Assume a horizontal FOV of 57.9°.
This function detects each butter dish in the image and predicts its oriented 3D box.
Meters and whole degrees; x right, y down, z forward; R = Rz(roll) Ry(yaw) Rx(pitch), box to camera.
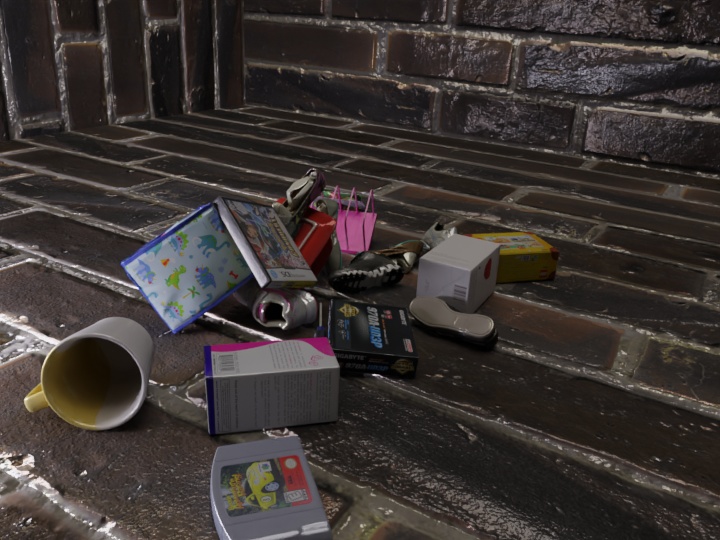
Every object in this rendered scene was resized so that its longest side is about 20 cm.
[{"bbox_3d":[-0.147,-0.037,1.489,0.199,0.148,0.200,24,73,35],"label":"butter dish"}]

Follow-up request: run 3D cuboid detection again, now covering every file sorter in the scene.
[{"bbox_3d":[-0.068,-0.143,1.696,0.198,0.126,0.140,7,53,9],"label":"file sorter"}]

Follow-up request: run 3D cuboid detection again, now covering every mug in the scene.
[{"bbox_3d":[-0.408,0.141,1.009,0.184,0.151,0.153,8,14,-7],"label":"mug"}]

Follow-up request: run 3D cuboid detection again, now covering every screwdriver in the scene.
[{"bbox_3d":[-0.079,0.103,1.282,0.028,0.029,0.201,2,27,-4],"label":"screwdriver"}]

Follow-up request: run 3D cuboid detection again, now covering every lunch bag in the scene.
[{"bbox_3d":[-0.330,-0.004,1.257,0.200,0.171,0.127,-41,15,-22],"label":"lunch bag"}]

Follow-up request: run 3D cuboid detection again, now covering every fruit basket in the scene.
[{"bbox_3d":[-0.068,-0.192,1.850,0.183,0.095,0.200,7,-10,10],"label":"fruit basket"}]

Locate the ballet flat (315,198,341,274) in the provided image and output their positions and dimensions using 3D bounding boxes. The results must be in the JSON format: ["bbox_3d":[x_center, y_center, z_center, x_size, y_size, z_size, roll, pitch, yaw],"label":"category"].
[{"bbox_3d":[-0.086,-0.081,1.561,0.063,0.202,0.067,12,-27,-33],"label":"ballet flat"}]

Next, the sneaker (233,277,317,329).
[{"bbox_3d":[-0.187,0.062,1.306,0.198,0.082,0.088,16,24,30],"label":"sneaker"}]

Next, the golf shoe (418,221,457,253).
[{"bbox_3d":[0.217,-0.062,1.623,0.078,0.098,0.200,24,10,-36],"label":"golf shoe"}]

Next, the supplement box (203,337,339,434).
[{"bbox_3d":[-0.138,0.175,1.010,0.198,0.105,0.101,-4,22,-13],"label":"supplement box"}]

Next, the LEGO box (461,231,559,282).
[{"bbox_3d":[0.367,-0.035,1.624,0.198,0.078,0.149,-3,23,-15],"label":"LEGO box"}]

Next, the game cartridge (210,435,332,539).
[{"bbox_3d":[-0.123,0.286,0.831,0.132,0.041,0.200,-8,24,-16],"label":"game cartridge"}]

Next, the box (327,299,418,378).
[{"bbox_3d":[0.018,0.123,1.215,0.157,0.046,0.200,7,22,-5],"label":"box"}]

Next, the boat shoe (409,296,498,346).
[{"bbox_3d":[0.184,0.107,1.301,0.199,0.057,0.067,17,62,39],"label":"boat shoe"}]

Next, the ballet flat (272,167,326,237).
[{"bbox_3d":[-0.149,-0.143,1.417,0.069,0.071,0.201,27,75,33],"label":"ballet flat"}]

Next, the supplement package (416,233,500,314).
[{"bbox_3d":[0.218,0.011,1.435,0.119,0.123,0.200,14,25,26],"label":"supplement package"}]

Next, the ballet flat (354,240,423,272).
[{"bbox_3d":[0.081,-0.024,1.589,0.198,0.068,0.073,-9,45,-28],"label":"ballet flat"}]

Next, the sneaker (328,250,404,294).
[{"bbox_3d":[0.000,0.000,1.479,0.198,0.067,0.091,-8,46,-35],"label":"sneaker"}]

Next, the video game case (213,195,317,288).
[{"bbox_3d":[-0.183,-0.053,1.284,0.201,0.025,0.180,58,21,15],"label":"video game case"}]
